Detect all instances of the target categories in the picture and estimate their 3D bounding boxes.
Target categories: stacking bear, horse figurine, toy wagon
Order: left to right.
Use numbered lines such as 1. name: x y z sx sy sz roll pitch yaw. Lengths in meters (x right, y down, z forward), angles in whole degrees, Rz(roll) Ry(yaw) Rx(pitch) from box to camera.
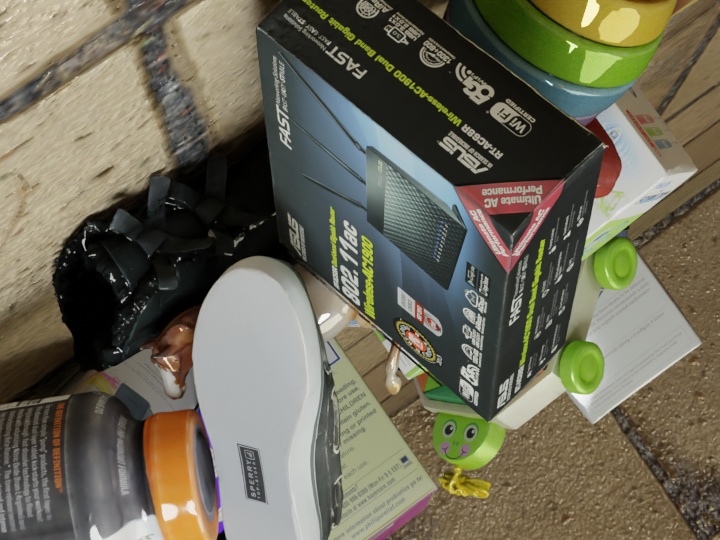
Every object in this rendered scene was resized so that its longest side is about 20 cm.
1. horse figurine: -0.019 0.030 0.987 0.199 0.050 0.133 -25 139 -11
2. toy wagon: 0.087 0.043 1.149 0.154 0.039 0.202 4 -110 47
3. stacking bear: 0.113 -0.147 0.894 0.113 0.122 0.201 1 141 -31

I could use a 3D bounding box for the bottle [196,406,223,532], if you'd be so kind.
1. bottle: -0.096 0.128 1.209 0.084 0.065 0.200 -45 176 -38

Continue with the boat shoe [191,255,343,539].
1. boat shoe: -0.041 0.072 0.931 0.057 0.068 0.202 -46 144 -46

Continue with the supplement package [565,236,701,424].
1. supplement package: 0.171 0.002 1.507 0.116 0.201 0.117 -36 -169 8

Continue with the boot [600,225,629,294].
1. boot: 0.170 -0.064 1.402 0.201 0.096 0.075 -64 -159 18

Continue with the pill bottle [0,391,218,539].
1. pill bottle: -0.175 0.122 0.942 0.198 0.107 0.106 -10 173 5

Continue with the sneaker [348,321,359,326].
1. sneaker: 0.000 0.000 1.226 0.198 0.077 0.077 5 176 -37

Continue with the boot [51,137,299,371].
1. boot: -0.090 0.004 1.001 0.162 0.073 0.199 -34 164 -28

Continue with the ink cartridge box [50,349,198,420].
1. ink cartridge box: -0.176 0.124 1.110 0.117 0.067 0.200 -41 -169 30

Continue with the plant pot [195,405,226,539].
1. plant pot: -0.157 0.183 1.411 0.200 0.201 0.190 -39 -176 19

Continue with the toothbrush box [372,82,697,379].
1. toothbrush box: 0.072 -0.055 1.079 0.200 0.146 0.086 -38 170 21

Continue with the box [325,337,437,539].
1. box: -0.041 0.112 1.340 0.096 0.201 0.176 -34 172 -7

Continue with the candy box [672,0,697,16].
1. candy box: 0.233 -0.231 1.071 0.116 0.057 0.200 -33 170 -19

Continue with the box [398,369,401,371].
1. box: 0.104 -0.009 1.318 0.200 0.049 0.163 -18 -129 61

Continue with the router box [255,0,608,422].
1. router box: 0.028 -0.033 0.843 0.062 0.150 0.201 -42 159 -19
